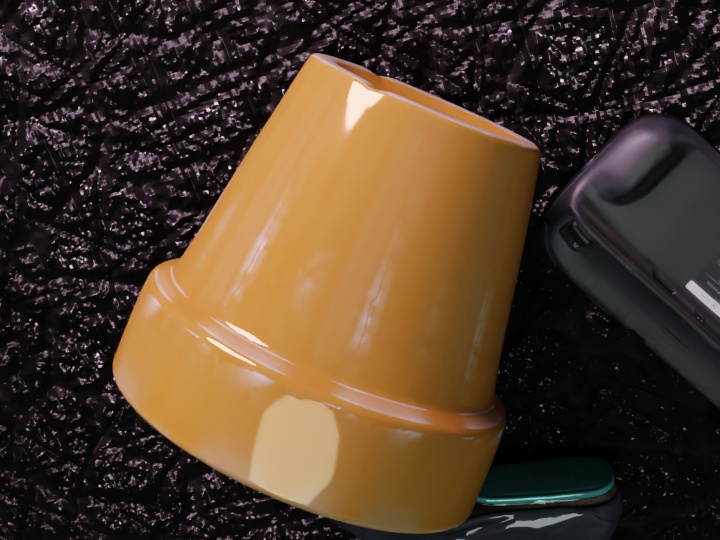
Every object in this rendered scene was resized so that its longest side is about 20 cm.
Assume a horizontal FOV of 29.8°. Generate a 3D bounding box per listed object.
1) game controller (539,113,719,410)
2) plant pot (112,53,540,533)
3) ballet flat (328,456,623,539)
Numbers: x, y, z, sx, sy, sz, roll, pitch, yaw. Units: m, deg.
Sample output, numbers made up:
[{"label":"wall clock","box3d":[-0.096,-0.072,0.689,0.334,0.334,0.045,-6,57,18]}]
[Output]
[{"label":"game controller","box3d":[0.195,0.007,0.736,0.200,0.042,0.104,40,100,-12]},{"label":"plant pot","box3d":[0.000,0.000,0.680,0.198,0.200,0.185,22,100,-4]},{"label":"ballet flat","box3d":[0.055,0.146,0.800,0.198,0.073,0.074,1,116,4]}]
